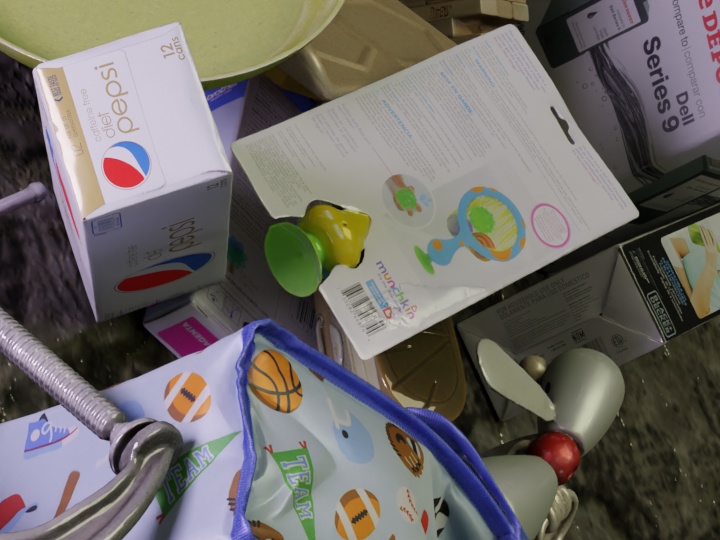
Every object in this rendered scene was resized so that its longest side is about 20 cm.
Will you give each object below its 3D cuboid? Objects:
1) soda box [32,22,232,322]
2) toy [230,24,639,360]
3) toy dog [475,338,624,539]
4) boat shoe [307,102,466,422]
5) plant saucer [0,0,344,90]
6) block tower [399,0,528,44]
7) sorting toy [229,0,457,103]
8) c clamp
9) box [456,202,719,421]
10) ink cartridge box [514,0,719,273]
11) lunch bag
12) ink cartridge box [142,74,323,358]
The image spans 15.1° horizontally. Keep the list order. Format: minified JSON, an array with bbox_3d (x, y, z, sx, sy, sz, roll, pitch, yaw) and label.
[{"bbox_3d":[-0.095,-0.037,1.141,0.200,0.064,0.068,108,-37,-76],"label":"soda box"},{"bbox_3d":[0.030,-0.034,1.278,0.200,0.047,0.115,-26,80,-44],"label":"toy"},{"bbox_3d":[0.050,0.102,1.346,0.096,0.132,0.200,28,24,13],"label":"toy dog"},{"bbox_3d":[0.002,0.001,1.311,0.073,0.063,0.201,13,50,-34],"label":"boat shoe"},{"bbox_3d":[-0.103,-0.143,1.244,0.200,0.031,0.200,6,46,-6],"label":"plant saucer"},{"bbox_3d":[0.059,-0.126,1.504,0.058,0.054,0.200,3,83,-57],"label":"block tower"},{"bbox_3d":[-0.036,-0.132,1.364,0.185,0.037,0.200,39,19,25],"label":"sorting toy"},{"bbox_3d":[-0.142,0.043,1.032,0.171,0.027,0.200,-24,48,-29],"label":"c clamp"},{"bbox_3d":[0.153,0.017,1.539,0.200,0.117,0.060,-19,83,-58],"label":"box"},{"bbox_3d":[0.154,-0.106,1.540,0.084,0.200,0.146,19,53,-49],"label":"ink cartridge box"},{"bbox_3d":[-0.042,0.118,1.116,0.200,0.170,0.124,34,48,-40],"label":"lunch bag"},{"bbox_3d":[-0.039,-0.014,1.338,0.119,0.042,0.200,45,38,-30],"label":"ink cartridge box"}]
